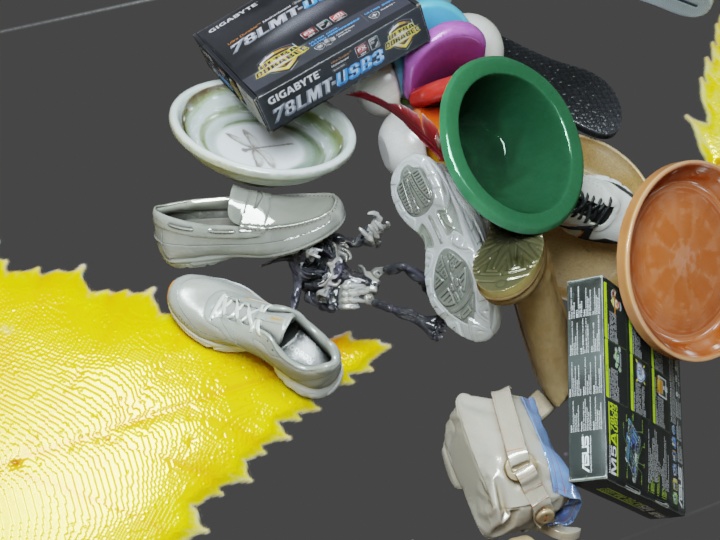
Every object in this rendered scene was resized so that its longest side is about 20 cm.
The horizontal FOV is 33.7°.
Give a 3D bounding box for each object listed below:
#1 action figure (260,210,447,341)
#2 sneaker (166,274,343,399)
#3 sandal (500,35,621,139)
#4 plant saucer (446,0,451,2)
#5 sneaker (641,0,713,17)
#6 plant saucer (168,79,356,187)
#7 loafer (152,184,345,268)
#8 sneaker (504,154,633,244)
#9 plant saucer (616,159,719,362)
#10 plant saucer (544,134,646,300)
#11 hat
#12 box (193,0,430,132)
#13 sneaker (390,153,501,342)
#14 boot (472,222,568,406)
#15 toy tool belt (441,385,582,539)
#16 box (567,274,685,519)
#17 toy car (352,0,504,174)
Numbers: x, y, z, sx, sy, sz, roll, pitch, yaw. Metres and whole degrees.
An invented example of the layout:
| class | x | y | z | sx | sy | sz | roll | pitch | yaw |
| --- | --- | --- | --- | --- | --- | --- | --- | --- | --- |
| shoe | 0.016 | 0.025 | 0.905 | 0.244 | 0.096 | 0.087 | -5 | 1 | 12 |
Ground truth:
| class | x | y | z | sx | sy | sz | roll | pitch | yaw |
| --- | --- | --- | --- | --- | --- | --- | --- | --- | --- |
| action figure | 0.000 | 0.000 | 1.223 | 0.198 | 0.102 | 0.120 | 18 | 68 | -7 |
| sneaker | -0.101 | 0.051 | 1.188 | 0.198 | 0.092 | 0.076 | 26 | 68 | 1 |
| sandal | 0.215 | -0.210 | 1.378 | 0.199 | 0.045 | 0.075 | 32 | 61 | 18 |
| plant saucer | 0.021 | -0.366 | 1.397 | 0.198 | 0.039 | 0.204 | 4 | 70 | -10 |
| sneaker | 0.341 | -0.374 | 1.450 | 0.198 | 0.073 | 0.072 | 22 | 58 | -12 |
| plant saucer | -0.104 | -0.136 | 1.255 | 0.197 | 0.051 | 0.201 | 8 | 35 | -6 |
| loafer | -0.114 | -0.052 | 1.202 | 0.197 | 0.070 | 0.070 | -11 | 35 | 7 |
| sneaker | 0.220 | -0.070 | 1.237 | 0.198 | 0.080 | 0.074 | 20 | 105 | -19 |
| plant saucer | 0.333 | -0.009 | 1.205 | 0.198 | 0.032 | 0.203 | 1 | 89 | -32 |
| plant saucer | 0.234 | -0.054 | 1.321 | 0.197 | 0.036 | 0.203 | 3 | 69 | -9 |
| hat | 0.104 | -0.107 | 1.183 | 0.164 | 0.176 | 0.203 | 5 | 71 | -28 |
| box | -0.056 | -0.249 | 1.257 | 0.199 | 0.050 | 0.199 | -31 | 41 | -8 |
| sneaker | 0.109 | -0.027 | 1.203 | 0.099 | 0.078 | 0.202 | -5 | 72 | -46 |
| boot | 0.175 | 0.048 | 1.162 | 0.065 | 0.202 | 0.176 | -8 | 29 | 23 |
| toy tool belt | 0.168 | 0.207 | 1.159 | 0.121 | 0.126 | 0.201 | -7 | 51 | -19 |
| box | 0.267 | 0.131 | 1.189 | 0.192 | 0.047 | 0.203 | 27 | 59 | -46 |
| toy car | 0.092 | -0.204 | 1.280 | 0.173 | 0.150 | 0.202 | -19 | 70 | -10 |
